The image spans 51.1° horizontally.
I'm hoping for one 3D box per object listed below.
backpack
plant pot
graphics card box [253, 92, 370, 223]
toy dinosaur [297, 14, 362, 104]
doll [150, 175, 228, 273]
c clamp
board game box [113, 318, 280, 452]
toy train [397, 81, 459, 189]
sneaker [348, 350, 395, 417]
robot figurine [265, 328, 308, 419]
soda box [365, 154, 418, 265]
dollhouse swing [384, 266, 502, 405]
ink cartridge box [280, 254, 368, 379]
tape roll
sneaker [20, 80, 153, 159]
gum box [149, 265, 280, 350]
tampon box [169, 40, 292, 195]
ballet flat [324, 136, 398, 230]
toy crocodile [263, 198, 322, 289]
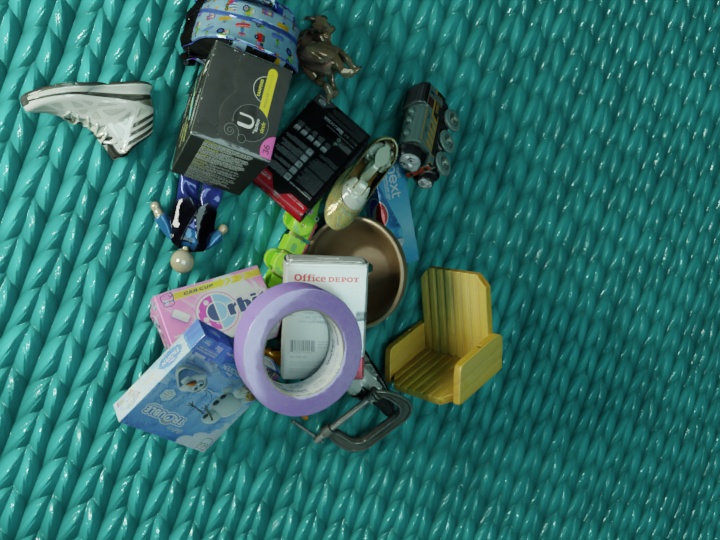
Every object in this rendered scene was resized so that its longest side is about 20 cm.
[{"bbox_3d":[-0.180,-0.375,1.197,0.180,0.199,0.137,17,90,-26],"label":"backpack"},{"bbox_3d":[0.000,0.000,1.379,0.092,0.197,0.206,-17,110,-68],"label":"plant pot"},{"bbox_3d":[-0.089,-0.198,1.316,0.125,0.051,0.201,38,72,1],"label":"graphics card box"},{"bbox_3d":[-0.073,-0.364,1.281,0.135,0.201,0.086,44,110,-9],"label":"toy dinosaur"},{"bbox_3d":[-0.285,-0.097,1.267,0.134,0.048,0.204,12,89,-21],"label":"doll"},{"bbox_3d":[-0.004,0.283,1.431,0.198,0.027,0.171,-35,125,14],"label":"c clamp"},{"bbox_3d":[-0.262,0.195,1.233,0.199,0.044,0.199,-44,139,7],"label":"board game box"},{"bbox_3d":[0.120,-0.252,1.405,0.114,0.084,0.203,38,53,-34],"label":"toy train"},{"bbox_3d":[-0.003,0.214,1.451,0.088,0.074,0.202,-32,112,0],"label":"sneaker"},{"bbox_3d":[-0.155,0.182,1.364,0.199,0.058,0.147,34,83,-25],"label":"robot figurine"},{"bbox_3d":[0.054,-0.112,1.429,0.067,0.064,0.204,-16,103,-24],"label":"soda box"},{"bbox_3d":[0.143,0.115,1.412,0.180,0.198,0.179,-32,116,-33],"label":"dollhouse swing"},{"bbox_3d":[-0.064,0.077,1.293,0.142,0.085,0.205,2,100,-7],"label":"ink cartridge box"},{"bbox_3d":[-0.098,0.123,1.194,0.196,0.065,0.205,-4,101,-23],"label":"tape roll"},{"bbox_3d":[-0.415,-0.229,1.168,0.197,0.075,0.118,-10,100,-28],"label":"sneaker"},{"bbox_3d":[-0.247,0.081,1.270,0.197,0.066,0.115,-18,66,-23],"label":"gum box"},{"bbox_3d":[-0.204,-0.227,1.165,0.124,0.199,0.153,17,75,-20],"label":"tampon box"},{"bbox_3d":[0.005,-0.159,1.313,0.071,0.070,0.201,45,64,-24],"label":"ballet flat"},{"bbox_3d":[-0.119,-0.049,1.348,0.061,0.067,0.203,27,87,-27],"label":"toy crocodile"}]
